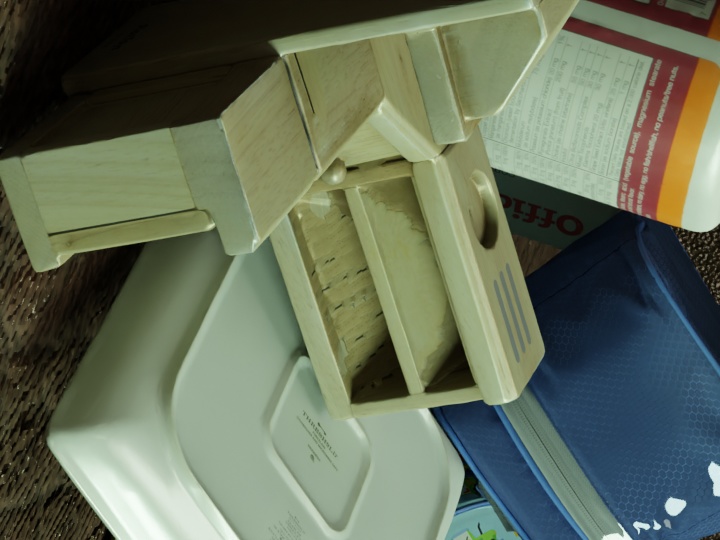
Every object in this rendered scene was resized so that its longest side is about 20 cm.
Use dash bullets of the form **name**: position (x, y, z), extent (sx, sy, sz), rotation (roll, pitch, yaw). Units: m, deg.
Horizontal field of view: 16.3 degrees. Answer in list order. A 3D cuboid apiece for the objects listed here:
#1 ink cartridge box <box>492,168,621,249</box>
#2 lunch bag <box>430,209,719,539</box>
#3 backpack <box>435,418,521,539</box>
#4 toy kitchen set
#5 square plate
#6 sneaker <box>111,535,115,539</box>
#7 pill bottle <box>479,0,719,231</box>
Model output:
- **ink cartridge box**: position (0.079, -0.119, 1.186), extent (0.083, 0.145, 0.200), rotation (-58, 162, -48)
- **lunch bag**: position (0.107, 0.061, 1.133), extent (0.132, 0.136, 0.200), rotation (-33, -179, 11)
- **backpack**: position (0.051, 0.181, 1.228), extent (0.135, 0.182, 0.200), rotation (38, -30, 65)
- **toy kitchen set**: position (0.016, -0.011, 0.840), extent (0.200, 0.163, 0.181), rotation (-51, 128, -59)
- **square plate**: position (-0.025, 0.071, 0.955), extent (0.200, 0.028, 0.198), rotation (56, 32, -24)
- **sneaker**: position (-0.074, 0.171, 1.056), extent (0.075, 0.090, 0.201), rotation (50, 60, -77)
- **pill bottle**: position (0.067, -0.095, 1.024), extent (0.110, 0.199, 0.110), rotation (19, 90, -79)
